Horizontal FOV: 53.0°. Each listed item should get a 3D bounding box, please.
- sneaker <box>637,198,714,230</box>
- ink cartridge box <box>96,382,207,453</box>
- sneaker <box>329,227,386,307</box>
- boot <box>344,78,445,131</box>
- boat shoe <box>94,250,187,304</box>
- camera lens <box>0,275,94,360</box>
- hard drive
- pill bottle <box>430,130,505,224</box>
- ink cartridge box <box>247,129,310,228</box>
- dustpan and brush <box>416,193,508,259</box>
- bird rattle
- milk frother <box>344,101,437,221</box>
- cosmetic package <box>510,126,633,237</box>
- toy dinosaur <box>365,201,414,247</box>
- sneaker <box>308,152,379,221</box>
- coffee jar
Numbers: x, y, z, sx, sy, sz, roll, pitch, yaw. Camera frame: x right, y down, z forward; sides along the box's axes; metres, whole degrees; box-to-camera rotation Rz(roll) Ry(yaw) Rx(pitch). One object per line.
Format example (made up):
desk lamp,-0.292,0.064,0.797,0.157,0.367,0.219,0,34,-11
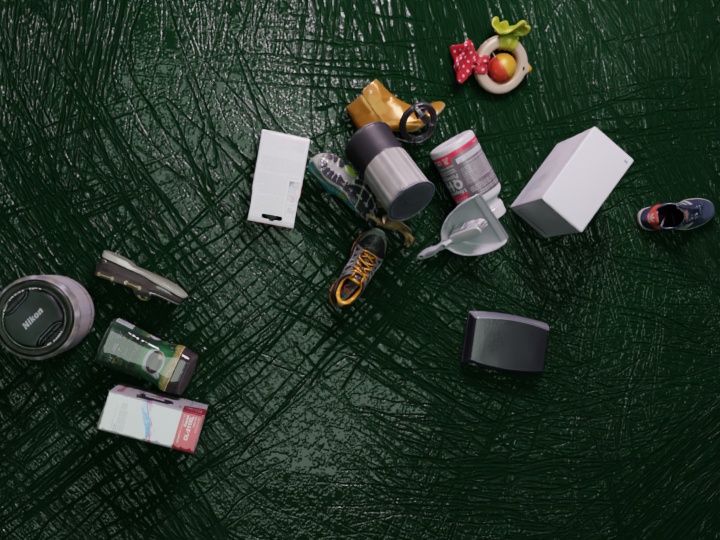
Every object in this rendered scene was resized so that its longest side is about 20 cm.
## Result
sneaker,0.773,-0.132,1.733,0.198,0.084,0.076,-11,92,-9
ink cartridge box,-0.428,0.305,1.507,0.198,0.146,0.084,17,86,-9
sneaker,0.000,0.000,1.601,0.078,0.077,0.201,28,94,-7
boot,0.077,-0.371,1.624,0.200,0.071,0.145,-34,103,-1
boat shoe,-0.468,0.028,1.543,0.200,0.072,0.061,28,90,-1
camera lens,-0.628,0.090,1.448,0.158,0.200,0.162,0,90,-9
hard drive,0.342,0.170,1.683,0.198,0.042,0.136,10,88,-9
pill bottle,0.249,-0.204,1.632,0.110,0.111,0.201,-32,101,-8
ink cartridge box,-0.182,-0.200,1.598,0.108,0.050,0.202,10,89,-9
dustpan and brush,0.214,-0.074,1.628,0.140,0.199,0.057,52,39,-22
bird rattle,0.310,-0.482,1.656,0.200,0.113,0.163,-41,112,-4
milk frother,0.104,-0.237,1.539,0.200,0.180,0.189,-47,61,25
cosmetic package,0.469,-0.192,1.626,0.123,0.200,0.200,38,84,-7
toy dinosaur,0.067,-0.112,1.587,0.101,0.200,0.059,30,88,27
sneaker,-0.034,-0.188,1.610,0.200,0.079,0.078,43,66,-25
coffee jar,-0.450,0.185,1.534,0.199,0.085,0.105,25,83,-7
